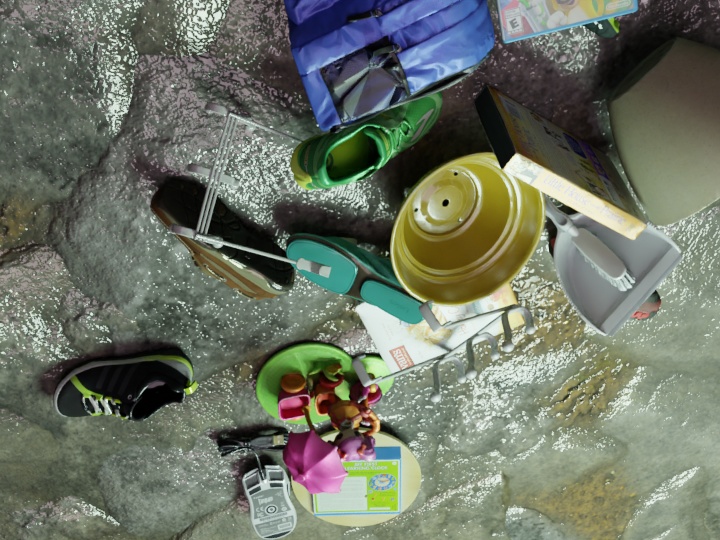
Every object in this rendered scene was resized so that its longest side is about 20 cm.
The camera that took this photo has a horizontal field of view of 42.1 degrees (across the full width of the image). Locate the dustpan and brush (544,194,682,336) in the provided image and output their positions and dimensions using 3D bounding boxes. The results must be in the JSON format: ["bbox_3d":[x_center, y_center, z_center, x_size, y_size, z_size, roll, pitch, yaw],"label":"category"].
[{"bbox_3d":[0.270,-0.037,1.138,0.140,0.200,0.057,-49,152,11],"label":"dustpan and brush"}]

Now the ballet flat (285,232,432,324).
[{"bbox_3d":[0.000,0.000,1.159,0.197,0.071,0.068,26,125,-4],"label":"ballet flat"}]

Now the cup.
[{"bbox_3d":[0.360,-0.172,1.046,0.200,0.201,0.143,-42,96,20],"label":"cup"}]

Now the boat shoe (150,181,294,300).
[{"bbox_3d":[-0.170,-0.023,1.116,0.199,0.076,0.073,39,131,-25],"label":"boat shoe"}]

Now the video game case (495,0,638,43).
[{"bbox_3d":[0.192,-0.339,0.914,0.140,0.018,0.203,-12,116,4],"label":"video game case"}]

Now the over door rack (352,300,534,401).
[{"bbox_3d":[0.108,0.102,1.149,0.198,0.067,0.147,3,145,-44],"label":"over door rack"}]

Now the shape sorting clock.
[{"bbox_3d":[-0.006,0.313,1.414,0.196,0.040,0.203,0,127,0],"label":"shape sorting clock"}]

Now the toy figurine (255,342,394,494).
[{"bbox_3d":[-0.036,0.211,1.243,0.196,0.185,0.152,-4,128,-8],"label":"toy figurine"}]

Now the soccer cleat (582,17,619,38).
[{"bbox_3d":[0.191,-0.304,0.984,0.199,0.068,0.081,35,124,-23],"label":"soccer cleat"}]

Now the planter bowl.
[{"bbox_3d":[0.115,-0.065,1.120,0.197,0.084,0.203,-11,125,-16],"label":"planter bowl"}]

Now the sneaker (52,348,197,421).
[{"bbox_3d":[-0.310,0.159,1.218,0.196,0.083,0.072,-17,127,3],"label":"sneaker"}]

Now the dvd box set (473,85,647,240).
[{"bbox_3d":[0.227,-0.123,1.067,0.198,0.148,0.030,23,122,-26],"label":"dvd box set"}]

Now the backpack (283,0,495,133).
[{"bbox_3d":[0.027,-0.250,0.927,0.197,0.164,0.170,-18,124,5],"label":"backpack"}]

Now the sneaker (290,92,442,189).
[{"bbox_3d":[0.019,-0.141,1.029,0.199,0.083,0.075,-34,119,-18],"label":"sneaker"}]

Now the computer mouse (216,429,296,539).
[{"bbox_3d":[-0.144,0.317,1.394,0.108,0.044,0.203,-12,122,-7],"label":"computer mouse"}]

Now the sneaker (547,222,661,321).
[{"bbox_3d":[0.339,-0.005,1.222,0.199,0.071,0.098,31,118,-27],"label":"sneaker"}]

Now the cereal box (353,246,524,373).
[{"bbox_3d":[0.104,0.049,1.238,0.197,0.040,0.145,-24,128,7],"label":"cereal box"}]

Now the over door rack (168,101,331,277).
[{"bbox_3d":[-0.108,-0.087,1.051,0.197,0.066,0.150,16,92,-34],"label":"over door rack"}]
